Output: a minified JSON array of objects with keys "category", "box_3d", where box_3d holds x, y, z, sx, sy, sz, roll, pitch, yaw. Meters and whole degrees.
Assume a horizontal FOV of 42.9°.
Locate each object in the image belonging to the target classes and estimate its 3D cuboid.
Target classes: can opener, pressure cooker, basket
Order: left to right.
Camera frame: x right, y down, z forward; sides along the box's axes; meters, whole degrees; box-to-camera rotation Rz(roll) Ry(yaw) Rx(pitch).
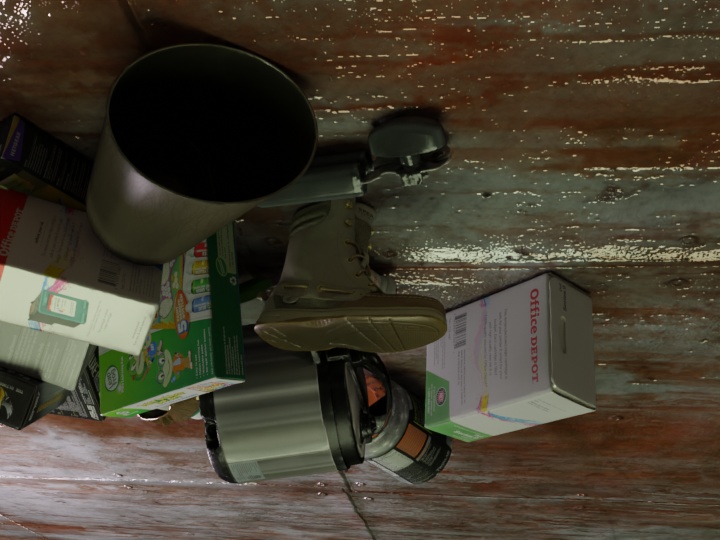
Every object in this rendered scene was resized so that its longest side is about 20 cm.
[{"category":"basket","box_3d":[-0.158,-0.087,0.799,0.179,0.137,0.200,-9,168,-33]},{"category":"pressure cooker","box_3d":[-0.064,0.140,1.009,0.198,0.181,0.176,-8,180,5]},{"category":"can opener","box_3d":[-0.010,-0.100,0.849,0.198,0.053,0.067,-9,114,22]}]

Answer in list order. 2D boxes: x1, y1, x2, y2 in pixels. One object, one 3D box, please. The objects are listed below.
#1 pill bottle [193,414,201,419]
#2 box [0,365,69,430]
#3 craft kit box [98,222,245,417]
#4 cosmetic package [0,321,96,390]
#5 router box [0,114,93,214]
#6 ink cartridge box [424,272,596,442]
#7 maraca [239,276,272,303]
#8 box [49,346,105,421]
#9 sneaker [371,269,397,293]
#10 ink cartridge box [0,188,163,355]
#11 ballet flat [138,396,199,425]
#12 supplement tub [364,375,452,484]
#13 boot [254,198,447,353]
[{"category":"pill bottle","box_3d":[-0.288,0.127,1.230,0.199,0.118,0.116,25,146,-33]},{"category":"box","box_3d":[-0.411,0.094,0.947,0.198,0.049,0.158,22,180,-4]},{"category":"craft kit box","box_3d":[-0.204,0.036,0.959,0.048,0.202,0.197,10,156,-44]},{"category":"cosmetic package","box_3d":[-0.357,0.030,0.909,0.198,0.107,0.091,20,114,-9]},{"category":"router box","box_3d":[-0.351,-0.067,0.947,0.199,0.053,0.157,-18,144,36]},{"category":"ink cartridge box","box_3d":[0.174,0.108,1.088,0.087,0.147,0.199,23,147,-32]},{"category":"maraca","box_3d":[-0.198,0.047,1.072,0.198,0.137,0.108,-17,103,20]},{"category":"box","box_3d":[-0.384,0.088,1.069,0.156,0.050,0.201,6,134,11]},{"category":"sneaker","box_3d":[-0.049,0.037,1.089,0.080,0.074,0.199,36,135,-27]},{"category":"ink cartridge box","box_3d":[-0.289,-0.004,0.857,0.198,0.117,0.068,17,121,-19]},{"category":"ballet flat","box_3d":[-0.235,0.148,1.098,0.072,0.069,0.200,7,163,-24]},{"category":"supplement tub","box_3d":[0.045,0.236,1.371,0.121,0.124,0.200,-12,147,29]},{"category":"boot","box_3d":[0.000,0.000,0.905,0.198,0.156,0.072,-3,145,27]}]
